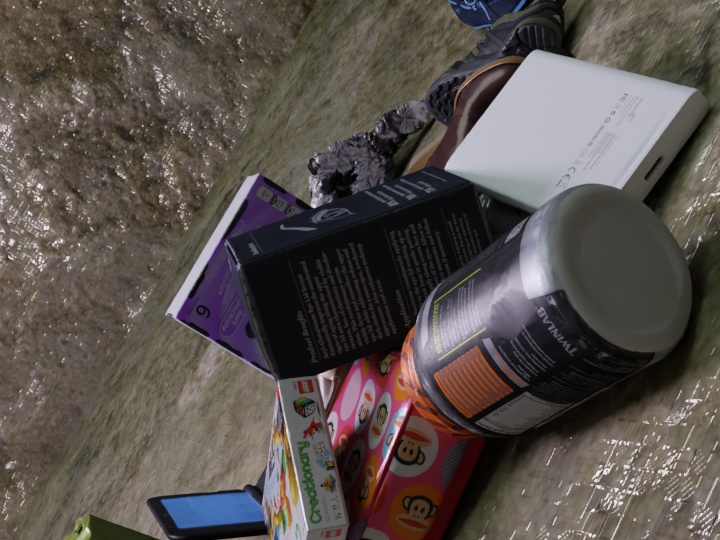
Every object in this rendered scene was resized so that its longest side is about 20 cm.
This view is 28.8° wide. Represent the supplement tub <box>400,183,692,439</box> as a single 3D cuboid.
[{"bbox_3d":[0.116,0.037,0.943,0.200,0.122,0.123,-39,24,51],"label":"supplement tub"}]

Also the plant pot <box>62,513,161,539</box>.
[{"bbox_3d":[-0.206,0.325,1.306,0.201,0.189,0.200,-54,15,21],"label":"plant pot"}]

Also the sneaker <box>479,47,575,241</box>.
[{"bbox_3d":[0.169,-0.103,1.183,0.115,0.075,0.202,-11,58,63],"label":"sneaker"}]

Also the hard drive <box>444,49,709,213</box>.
[{"bbox_3d":[0.164,-0.103,1.104,0.132,0.026,0.200,-52,33,-6],"label":"hard drive"}]

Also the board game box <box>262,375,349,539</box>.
[{"bbox_3d":[-0.046,0.191,1.102,0.201,0.034,0.127,100,160,-52],"label":"board game box"}]

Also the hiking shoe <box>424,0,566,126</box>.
[{"bbox_3d":[0.150,-0.220,1.490,0.199,0.076,0.101,-29,23,46],"label":"hiking shoe"}]

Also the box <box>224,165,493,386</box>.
[{"bbox_3d":[0.000,0.000,1.138,0.198,0.105,0.148,-20,12,-5],"label":"box"}]

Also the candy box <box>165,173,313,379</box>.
[{"bbox_3d":[-0.069,0.025,1.434,0.169,0.199,0.071,-60,14,-7],"label":"candy box"}]

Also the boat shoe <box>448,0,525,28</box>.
[{"bbox_3d":[0.150,-0.336,1.703,0.085,0.068,0.200,-62,15,-15],"label":"boat shoe"}]

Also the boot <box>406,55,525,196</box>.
[{"bbox_3d":[0.114,-0.098,1.391,0.200,0.072,0.167,-47,30,34],"label":"boot"}]

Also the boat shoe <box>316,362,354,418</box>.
[{"bbox_3d":[-0.019,0.070,1.258,0.076,0.071,0.201,-4,58,60],"label":"boat shoe"}]

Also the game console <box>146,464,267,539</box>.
[{"bbox_3d":[-0.111,0.197,1.395,0.177,0.116,0.200,-60,15,-6],"label":"game console"}]

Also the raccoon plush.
[{"bbox_3d":[0.014,-0.132,1.791,0.199,0.097,0.134,-29,2,0],"label":"raccoon plush"}]

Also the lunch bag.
[{"bbox_3d":[0.020,0.150,1.106,0.178,0.081,0.200,-67,15,3],"label":"lunch bag"}]
